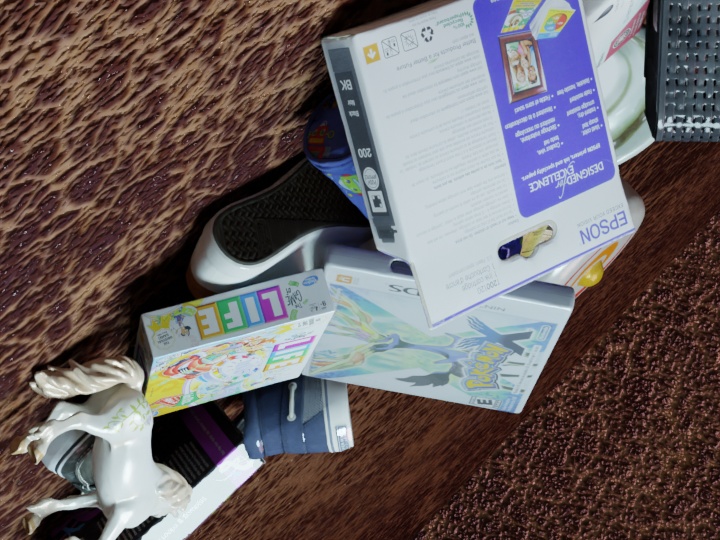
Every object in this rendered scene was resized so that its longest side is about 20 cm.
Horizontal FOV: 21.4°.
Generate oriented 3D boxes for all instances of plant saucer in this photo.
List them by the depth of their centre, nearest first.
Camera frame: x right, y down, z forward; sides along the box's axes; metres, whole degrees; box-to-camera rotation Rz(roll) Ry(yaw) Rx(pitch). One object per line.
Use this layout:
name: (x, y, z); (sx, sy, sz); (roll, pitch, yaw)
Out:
plant saucer: (0.175, -0.153, 1.611); (0.198, 0.051, 0.201); (-10, 145, -7)

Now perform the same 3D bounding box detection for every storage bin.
storage bin: (0.269, -0.207, 1.457); (0.135, 0.093, 0.202); (-77, 168, -73)

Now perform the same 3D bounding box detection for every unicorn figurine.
unicorn figurine: (-0.179, 0.146, 1.372); (0.137, 0.074, 0.201); (-22, 140, -33)

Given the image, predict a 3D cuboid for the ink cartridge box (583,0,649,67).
ink cartridge box: (0.122, -0.173, 1.418); (0.200, 0.085, 0.146); (-39, 166, -11)

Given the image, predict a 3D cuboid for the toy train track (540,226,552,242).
toy train track: (0.139, -0.049, 1.509); (0.114, 0.033, 0.201); (8, 139, -25)

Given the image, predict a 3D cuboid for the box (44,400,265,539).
box: (-0.179, 0.199, 1.616); (0.200, 0.036, 0.143); (-42, -158, -5)

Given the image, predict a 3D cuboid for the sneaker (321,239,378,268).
sneaker: (0.000, 0.000, 1.507); (0.200, 0.070, 0.081); (22, 100, -51)

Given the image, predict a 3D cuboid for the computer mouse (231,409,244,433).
computer mouse: (-0.103, 0.154, 1.770); (0.140, 0.046, 0.200); (-45, 179, 14)

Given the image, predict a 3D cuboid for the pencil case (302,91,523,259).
pencil case: (0.042, -0.061, 1.353); (0.200, 0.077, 0.088); (41, 53, -44)

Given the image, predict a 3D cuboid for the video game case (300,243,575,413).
video game case: (0.052, 0.048, 1.433); (0.200, 0.180, 0.022); (105, -5, -63)

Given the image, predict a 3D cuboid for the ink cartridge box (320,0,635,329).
ink cartridge box: (0.084, -0.088, 1.284); (0.197, 0.202, 0.043); (-23, -166, -32)

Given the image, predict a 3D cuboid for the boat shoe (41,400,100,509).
boat shoe: (-0.193, 0.149, 1.491); (0.072, 0.071, 0.200); (-43, 167, -3)

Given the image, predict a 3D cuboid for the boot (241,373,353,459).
boot: (-0.058, 0.074, 1.592); (0.089, 0.201, 0.073); (-7, 127, 1)

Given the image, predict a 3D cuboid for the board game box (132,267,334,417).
board game box: (-0.099, 0.057, 1.408); (0.133, 0.035, 0.200); (-15, 166, -13)

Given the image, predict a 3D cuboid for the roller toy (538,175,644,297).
roller toy: (0.194, -0.040, 1.935); (0.200, 0.140, 0.182); (-52, 165, 30)

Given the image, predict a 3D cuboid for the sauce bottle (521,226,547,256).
sauce bottle: (0.091, 0.000, 1.490); (0.065, 0.065, 0.201); (-28, 151, -51)

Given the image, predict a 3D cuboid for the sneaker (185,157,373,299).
sneaker: (-0.049, -0.031, 1.392); (0.199, 0.073, 0.085); (-21, 162, -39)
